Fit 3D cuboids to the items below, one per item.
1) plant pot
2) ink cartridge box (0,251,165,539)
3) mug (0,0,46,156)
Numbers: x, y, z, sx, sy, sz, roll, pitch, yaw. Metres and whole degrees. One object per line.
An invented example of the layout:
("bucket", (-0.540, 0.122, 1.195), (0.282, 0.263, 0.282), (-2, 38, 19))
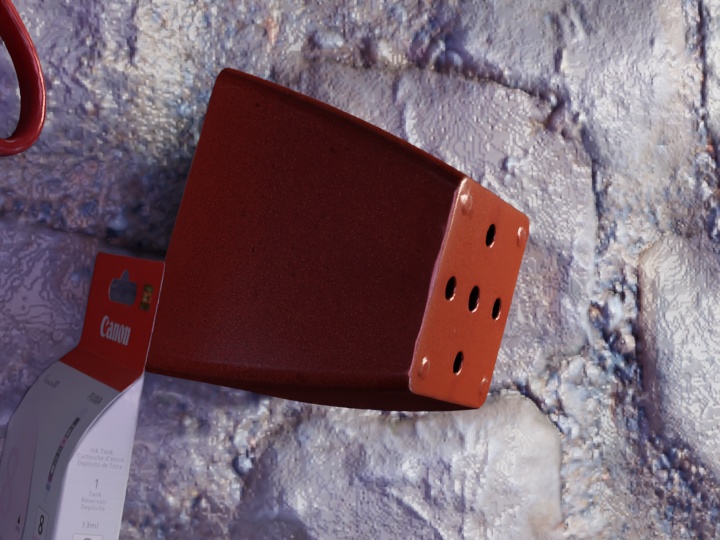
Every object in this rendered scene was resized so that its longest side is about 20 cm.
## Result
("plant pot", (0.000, 0.000, 0.888), (0.199, 0.174, 0.203), (22, 82, -61))
("ink cartridge box", (-0.189, 0.088, 0.868), (0.056, 0.162, 0.203), (6, 90, -27))
("mug", (-0.298, -0.152, 0.851), (0.131, 0.177, 0.203), (-3, 89, 14))
